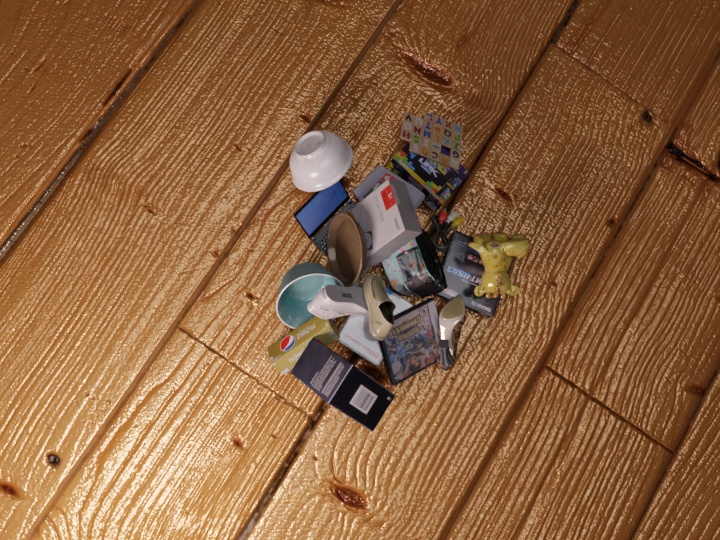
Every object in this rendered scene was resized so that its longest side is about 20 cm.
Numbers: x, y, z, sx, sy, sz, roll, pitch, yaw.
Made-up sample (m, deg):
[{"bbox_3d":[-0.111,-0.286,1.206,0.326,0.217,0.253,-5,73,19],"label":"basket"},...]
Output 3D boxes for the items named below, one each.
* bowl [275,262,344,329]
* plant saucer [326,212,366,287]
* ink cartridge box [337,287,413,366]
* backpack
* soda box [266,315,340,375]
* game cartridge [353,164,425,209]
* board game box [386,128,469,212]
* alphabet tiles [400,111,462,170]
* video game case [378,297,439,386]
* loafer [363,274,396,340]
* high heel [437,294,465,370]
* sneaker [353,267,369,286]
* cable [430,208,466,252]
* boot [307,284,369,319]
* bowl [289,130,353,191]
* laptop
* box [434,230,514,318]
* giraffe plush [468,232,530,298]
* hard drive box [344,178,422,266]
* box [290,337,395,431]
[{"bbox_3d":[-0.146,0.057,1.648,0.197,0.203,0.106,-16,42,-8],"label":"bowl"},{"bbox_3d":[-0.036,-0.056,1.623,0.029,0.199,0.204,-6,82,-29],"label":"plant saucer"},{"bbox_3d":[0.038,0.151,1.690,0.143,0.085,0.202,32,79,0],"label":"ink cartridge box"},{"bbox_3d":[0.146,-0.030,1.681,0.151,0.175,0.203,-19,71,22],"label":"backpack"},{"bbox_3d":[-0.159,0.200,1.639,0.198,0.068,0.064,-33,130,4],"label":"soda box"},{"bbox_3d":[0.075,-0.216,1.718,0.133,0.041,0.199,-48,56,-6],"label":"game cartridge"},{"bbox_3d":[0.203,-0.299,1.755,0.200,0.057,0.166,42,61,0],"label":"board game box"},{"bbox_3d":[0.214,-0.401,1.769,0.197,0.008,0.170,18,62,-15],"label":"alphabet tiles"},{"bbox_3d":[0.147,0.199,1.667,0.198,0.025,0.184,-24,108,-25],"label":"video game case"},{"bbox_3d":[0.058,0.090,1.590,0.075,0.068,0.203,25,44,-40],"label":"loafer"},{"bbox_3d":[0.261,0.181,1.700,0.070,0.144,0.202,10,54,20],"label":"high heel"},{"bbox_3d":[0.000,-0.001,1.714,0.092,0.070,0.204,2,90,-25],"label":"sneaker"},{"bbox_3d":[0.238,-0.125,1.716,0.096,0.200,0.051,22,124,12],"label":"cable"},{"bbox_3d":[-0.050,0.092,1.606,0.198,0.095,0.075,16,50,-39],"label":"boot"},{"bbox_3d":[-0.127,-0.330,1.682,0.198,0.091,0.204,-14,52,18],"label":"bowl"},{"bbox_3d":[-0.064,-0.139,1.709,0.200,0.103,0.177,45,81,1],"label":"laptop"},{"bbox_3d":[0.333,0.012,1.758,0.197,0.050,0.201,23,80,-2],"label":"box"},{"bbox_3d":[0.389,-0.009,1.671,0.170,0.199,0.165,5,107,26],"label":"giraffe plush"},{"bbox_3d":[0.055,-0.126,1.608,0.076,0.199,0.158,5,59,-44],"label":"hard drive box"},{"bbox_3d":[-0.048,0.301,1.567,0.196,0.199,0.118,42,79,-38],"label":"box"}]
